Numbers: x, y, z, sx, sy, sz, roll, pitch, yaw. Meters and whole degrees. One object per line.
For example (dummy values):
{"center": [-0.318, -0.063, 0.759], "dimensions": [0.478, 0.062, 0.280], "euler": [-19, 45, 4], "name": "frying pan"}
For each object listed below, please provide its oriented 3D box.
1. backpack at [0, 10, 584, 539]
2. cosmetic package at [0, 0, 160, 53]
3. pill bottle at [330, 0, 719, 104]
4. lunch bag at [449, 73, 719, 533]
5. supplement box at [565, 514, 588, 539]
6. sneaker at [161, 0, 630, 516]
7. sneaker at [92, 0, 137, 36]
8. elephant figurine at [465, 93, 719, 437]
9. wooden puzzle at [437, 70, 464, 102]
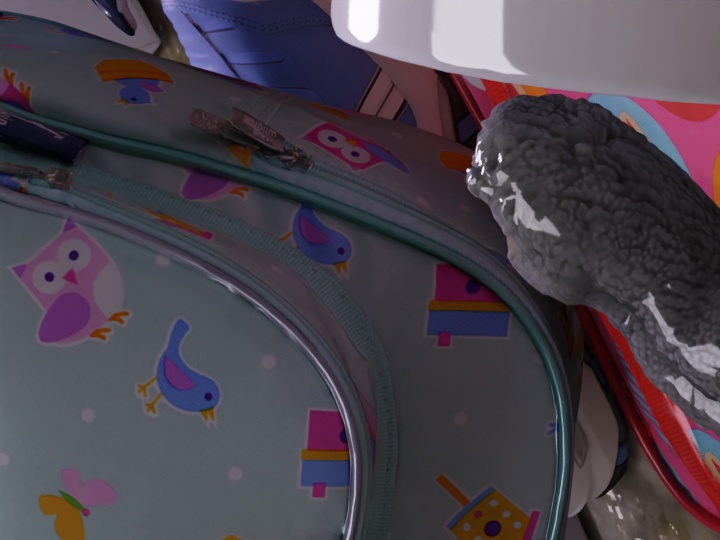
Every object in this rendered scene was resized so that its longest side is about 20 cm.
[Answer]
{"center": [-0.044, 0.041, 0.708], "dimensions": [0.153, 0.199, 0.177], "euler": [-93, 16, -74], "name": "backpack"}
{"center": [-0.188, -0.108, 1.045], "dimensions": [0.201, 0.123, 0.199], "euler": [63, 155, 7], "name": "cosmetic package"}
{"center": [0.051, -0.134, 0.497], "dimensions": [0.114, 0.113, 0.201], "euler": [21, 109, 56], "name": "pill bottle"}
{"center": [0.079, -0.044, 0.649], "dimensions": [0.201, 0.082, 0.176], "euler": [62, 159, 3], "name": "lunch bag"}
{"center": [-0.016, 0.110, 0.930], "dimensions": [0.200, 0.109, 0.061], "euler": [-13, 102, 65], "name": "supplement box"}
{"center": [0.000, 0.000, 0.793], "dimensions": [0.200, 0.077, 0.076], "euler": [59, 159, -19], "name": "sneaker"}
{"center": [-0.080, -0.098, 0.767], "dimensions": [0.108, 0.070, 0.200], "euler": [43, 159, 6], "name": "sneaker"}
{"center": [0.140, 0.030, 0.504], "dimensions": [0.141, 0.155, 0.201], "euler": [-29, 82, 59], "name": "elephant figurine"}
{"center": [-0.045, -0.139, 0.789], "dimensions": [0.200, 0.046, 0.186], "euler": [20, 150, 51], "name": "wooden puzzle"}
